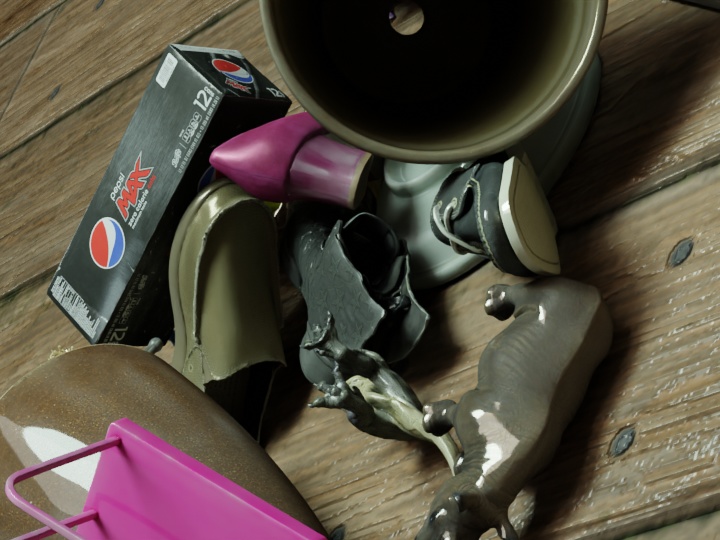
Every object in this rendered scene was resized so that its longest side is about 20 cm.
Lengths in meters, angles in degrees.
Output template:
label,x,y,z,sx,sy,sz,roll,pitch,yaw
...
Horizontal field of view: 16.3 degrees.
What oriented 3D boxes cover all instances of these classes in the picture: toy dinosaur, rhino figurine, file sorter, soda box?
label,x,y,z,sx,sy,sz,roll,pitch,yaw
toy dinosaur,0.009,0.075,1.435,0.048,0.088,0.200,-52,22,0
rhino figurine,0.075,0.083,1.326,0.087,0.060,0.200,-21,35,51
file sorter,-0.133,0.207,1.304,0.125,0.139,0.200,-17,-49,-58
soda box,-0.126,-0.047,1.636,0.063,0.071,0.200,44,116,32

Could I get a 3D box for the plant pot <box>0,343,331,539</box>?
label,x,y,z,sx,sy,sz,roll,pitch,yaw
plant pot,-0.106,0.160,1.444,0.200,0.187,0.187,23,76,47

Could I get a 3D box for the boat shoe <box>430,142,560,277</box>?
label,x,y,z,sx,sy,sz,roll,pitch,yaw
boat shoe,0.074,-0.026,1.420,0.067,0.072,0.200,-21,8,5

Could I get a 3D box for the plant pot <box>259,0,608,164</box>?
label,x,y,z,sx,sy,sz,roll,pitch,yaw
plant pot,0.035,-0.158,1.495,0.200,0.200,0.174,-54,4,-4

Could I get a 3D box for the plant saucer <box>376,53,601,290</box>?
label,x,y,z,sx,sy,sz,roll,pitch,yaw
plant saucer,0.067,-0.082,1.602,0.200,0.050,0.200,-41,26,25

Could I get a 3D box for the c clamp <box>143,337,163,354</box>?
label,x,y,z,sx,sy,sz,roll,pitch,yaw
c clamp,-0.164,0.167,1.561,0.027,0.200,0.171,23,46,33

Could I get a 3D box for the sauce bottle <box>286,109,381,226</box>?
label,x,y,z,sx,sy,sz,roll,pitch,yaw
sauce bottle,-0.012,-0.092,1.754,0.065,0.065,0.200,-38,25,31

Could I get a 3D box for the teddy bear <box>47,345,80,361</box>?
label,x,y,z,sx,sy,sz,roll,pitch,yaw
teddy bear,-0.213,0.144,1.626,0.200,0.145,0.067,-64,4,-3

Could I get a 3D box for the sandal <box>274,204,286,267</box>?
label,x,y,z,sx,sy,sz,roll,pitch,yaw
sandal,-0.063,-0.072,1.831,0.054,0.082,0.200,-21,25,15

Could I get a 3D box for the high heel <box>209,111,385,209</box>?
label,x,y,z,sx,sy,sz,roll,pitch,yaw
high heel,-0.031,-0.087,1.630,0.200,0.096,0.068,-63,-14,-63

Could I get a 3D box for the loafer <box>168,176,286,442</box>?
label,x,y,z,sx,sy,sz,roll,pitch,yaw
loafer,-0.080,0.039,1.621,0.067,0.076,0.201,23,116,44

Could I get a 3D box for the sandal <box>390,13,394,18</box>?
label,x,y,z,sx,sy,sz,roll,pitch,yaw
sandal,0.012,-0.213,1.894,0.203,0.082,0.050,-161,64,-65

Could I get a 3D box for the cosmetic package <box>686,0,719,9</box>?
label,x,y,z,sx,sy,sz,roll,pitch,yaw
cosmetic package,0.179,-0.279,1.523,0.168,0.166,0.200,-53,23,-3

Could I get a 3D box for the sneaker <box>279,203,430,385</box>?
label,x,y,z,sx,sy,sz,roll,pitch,yaw
sneaker,-0.003,-0.001,1.570,0.200,0.060,0.104,-99,27,-48

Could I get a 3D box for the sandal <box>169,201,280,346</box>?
label,x,y,z,sx,sy,sz,roll,pitch,yaw
sandal,-0.101,-0.021,1.718,0.087,0.079,0.201,-9,73,57
